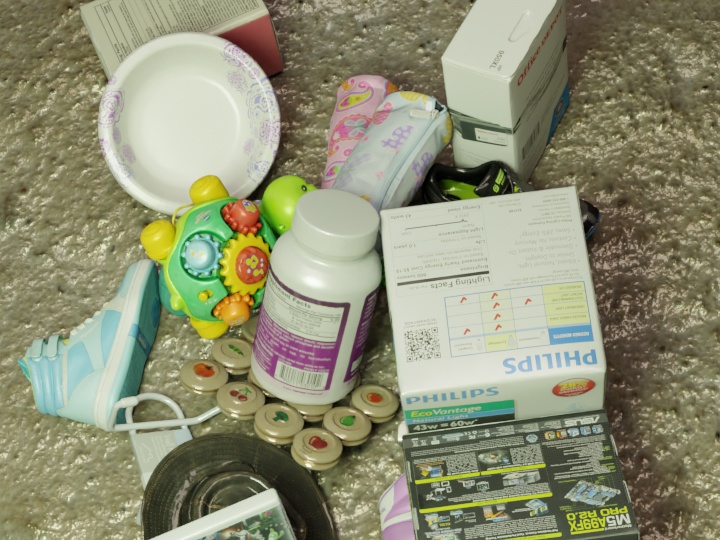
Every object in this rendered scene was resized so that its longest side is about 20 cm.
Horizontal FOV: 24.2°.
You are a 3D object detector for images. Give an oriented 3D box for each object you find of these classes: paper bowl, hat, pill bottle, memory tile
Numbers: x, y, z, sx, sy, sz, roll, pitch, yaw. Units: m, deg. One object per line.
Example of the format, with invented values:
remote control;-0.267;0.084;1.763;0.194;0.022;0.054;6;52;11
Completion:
paper bowl;-0.191;-0.160;1.863;0.199;0.104;0.202;0;92;-10
hat;-0.104;0.236;1.583;0.199;0.081;0.202;8;66;-20
pill bottle;-0.040;0.025;1.654;0.112;0.201;0.113;10;33;-6
memory tile;-0.071;0.120;1.703;0.199;0.017;0.153;29;38;25

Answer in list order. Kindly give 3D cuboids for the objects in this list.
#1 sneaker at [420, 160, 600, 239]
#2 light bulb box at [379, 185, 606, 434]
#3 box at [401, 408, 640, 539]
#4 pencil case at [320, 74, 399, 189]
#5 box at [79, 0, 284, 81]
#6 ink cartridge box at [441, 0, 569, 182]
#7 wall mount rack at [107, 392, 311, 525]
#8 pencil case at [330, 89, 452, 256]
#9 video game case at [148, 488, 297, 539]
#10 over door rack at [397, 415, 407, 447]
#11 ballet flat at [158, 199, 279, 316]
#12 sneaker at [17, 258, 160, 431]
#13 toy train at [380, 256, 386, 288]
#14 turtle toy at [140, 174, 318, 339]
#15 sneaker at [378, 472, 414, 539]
sneaker;0.156;-0.069;1.788;0.198;0.083;0.071;15;61;18
light bulb box;0.126;0.043;1.617;0.197;0.125;0.201;-7;62;3
box;0.143;0.208;1.539;0.199;0.044;0.161;-8;40;0
pencil case;-0.002;-0.118;1.849;0.087;0.088;0.201;3;58;11
box;-0.208;-0.271;1.968;0.199;0.109;0.128;-24;56;-6
ink cartridge box;0.160;-0.203;1.805;0.084;0.200;0.145;20;62;20
wall mount rack;-0.155;0.184;1.685;0.173;0.075;0.201;-4;52;-27
pencil case;0.026;-0.099;1.746;0.090;0.083;0.200;-13;35;44
video game case;-0.141;0.309;1.537;0.199;0.183;0.023;-22;31;-5
over door rack;0.108;0.090;1.704;0.147;0.067;0.201;-4;62;7
ballet flat;-0.138;-0.030;1.820;0.200;0.071;0.067;-40;59;-17
sneaker;-0.290;0.069;1.777;0.130;0.080;0.201;6;57;12
toy train;0.000;0.000;1.786;0.199;0.057;0.042;-26;56;-7
turtle toy;-0.123;-0.025;1.737;0.101;0.146;0.200;10;48;49
sneaker;0.113;0.215;1.617;0.199;0.073;0.115;-16;53;-1
